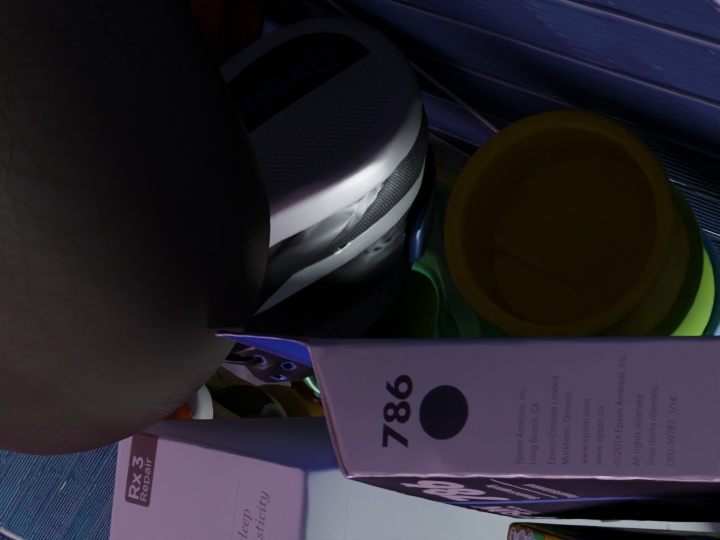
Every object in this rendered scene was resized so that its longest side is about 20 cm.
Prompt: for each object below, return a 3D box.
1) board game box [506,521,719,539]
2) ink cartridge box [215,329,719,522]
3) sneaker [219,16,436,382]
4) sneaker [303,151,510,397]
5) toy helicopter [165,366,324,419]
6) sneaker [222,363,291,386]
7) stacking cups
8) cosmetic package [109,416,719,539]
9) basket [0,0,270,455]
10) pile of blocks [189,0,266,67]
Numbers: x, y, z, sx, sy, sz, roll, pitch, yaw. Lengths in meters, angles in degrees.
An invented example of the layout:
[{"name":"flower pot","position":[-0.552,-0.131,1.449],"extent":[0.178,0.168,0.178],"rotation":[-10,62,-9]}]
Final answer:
[{"name":"board game box","position":[0.155,0.102,0.651],"extent":[0.199,0.057,0.165],"rotation":[4,-179,-18]},{"name":"ink cartridge box","position":[0.071,0.040,0.645],"extent":[0.199,0.039,0.099],"rotation":[0,170,30]},{"name":"sneaker","position":[-0.064,0.013,0.761],"extent":[0.073,0.200,0.112],"rotation":[63,178,29]},{"name":"sneaker","position":[0.000,0.000,0.880],"extent":[0.200,0.083,0.074],"rotation":[14,126,56]},{"name":"toy helicopter","position":[-0.083,0.038,0.928],"extent":[0.200,0.079,0.132],"rotation":[28,-172,5]},{"name":"sneaker","position":[-0.041,0.027,1.169],"extent":[0.200,0.071,0.073],"rotation":[55,164,13]},{"name":"stacking cups","position":[0.084,0.008,0.741],"extent":[0.060,0.061,0.200],"rotation":[29,180,24]},{"name":"cosmetic package","position":[0.019,0.101,0.779],"extent":[0.081,0.113,0.200],"rotation":[9,-173,42]},{"name":"basket","position":[-0.104,-0.037,0.608],"extent":[0.136,0.180,0.200],"rotation":[52,-177,25]},{"name":"pile of blocks","position":[-0.071,-0.086,0.760],"extent":[0.062,0.082,0.200],"rotation":[-24,153,29]}]
